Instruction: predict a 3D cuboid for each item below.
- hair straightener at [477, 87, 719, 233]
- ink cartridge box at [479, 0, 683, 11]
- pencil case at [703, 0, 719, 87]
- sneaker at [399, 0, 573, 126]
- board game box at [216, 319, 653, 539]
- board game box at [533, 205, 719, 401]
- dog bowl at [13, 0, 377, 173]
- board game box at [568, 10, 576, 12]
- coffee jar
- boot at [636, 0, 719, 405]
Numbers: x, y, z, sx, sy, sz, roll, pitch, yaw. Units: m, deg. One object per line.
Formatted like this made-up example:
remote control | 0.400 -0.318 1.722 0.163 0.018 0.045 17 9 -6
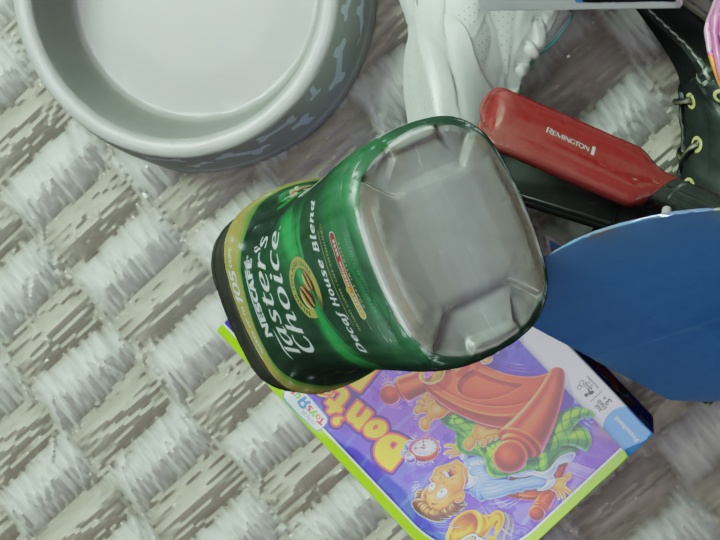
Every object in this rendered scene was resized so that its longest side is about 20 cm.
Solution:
hair straightener | 0.137 -0.026 0.822 0.198 0.077 0.041 17 57 -10
ink cartridge box | 0.115 -0.220 0.814 0.098 0.039 0.202 2 69 24
pencil case | 0.251 -0.096 0.793 0.199 0.087 0.088 8 102 -37
sneaker | 0.066 -0.112 0.863 0.087 0.075 0.202 -3 80 -10
board game box | 0.040 0.055 0.915 0.134 0.045 0.200 -44 89 12
board game box | 0.168 0.003 0.784 0.157 0.199 0.039 -22 54 40
dog bowl | -0.092 -0.150 0.903 0.198 0.059 0.202 1 98 9
board game box | 0.169 -0.224 0.836 0.199 0.035 0.127 -25 62 11
coffee jar | 0.000 0.000 0.796 0.085 0.200 0.105 -24 92 -24
boot | 0.165 -0.047 0.870 0.204 0.073 0.154 45 104 2
